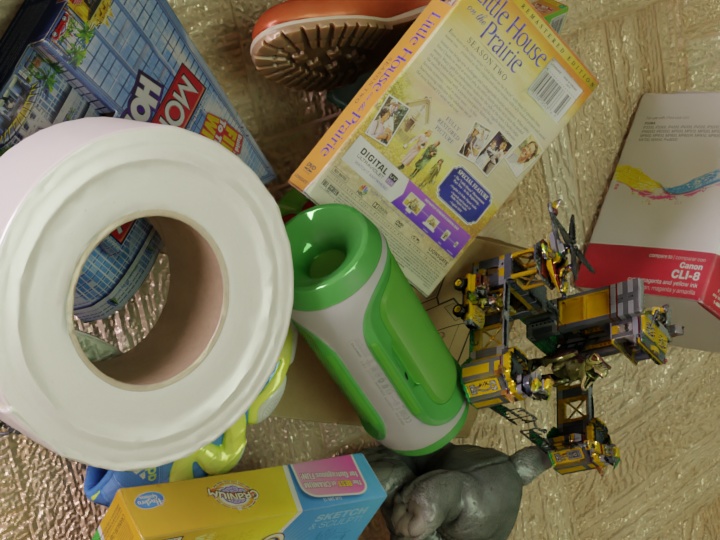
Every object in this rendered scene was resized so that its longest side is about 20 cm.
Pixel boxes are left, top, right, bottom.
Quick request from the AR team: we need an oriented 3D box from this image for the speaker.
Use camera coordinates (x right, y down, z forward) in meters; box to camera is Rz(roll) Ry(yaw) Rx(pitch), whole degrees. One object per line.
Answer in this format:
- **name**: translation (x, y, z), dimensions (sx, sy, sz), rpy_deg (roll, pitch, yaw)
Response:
- **speaker**: translation (0.009, 0.045, 0.993), dimensions (0.089, 0.088, 0.200), rpy_deg (-54, 139, -22)

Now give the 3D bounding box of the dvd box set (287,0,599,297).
- **dvd box set**: translation (0.061, -0.097, 1.002), dimensions (0.200, 0.029, 0.146), rpy_deg (-52, 130, 1)

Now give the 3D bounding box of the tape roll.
- **tape roll**: translation (-0.140, 0.013, 0.851), dimensions (0.202, 0.071, 0.203), rpy_deg (-9, 105, -36)

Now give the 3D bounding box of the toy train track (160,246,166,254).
- **toy train track**: translation (-0.203, -0.039, 0.936), dimensions (0.200, 0.032, 0.115), rpy_deg (14, 75, -46)

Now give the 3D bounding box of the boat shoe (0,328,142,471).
- **boat shoe**: translation (-0.208, 0.067, 0.905), dimensions (0.200, 0.062, 0.075), rpy_deg (29, 69, -26)

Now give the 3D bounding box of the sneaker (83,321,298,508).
- **sneaker**: translation (-0.120, 0.086, 0.979), dimensions (0.105, 0.076, 0.201), rpy_deg (25, 89, -34)

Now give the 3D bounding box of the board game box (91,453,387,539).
- **board game box**: translation (-0.097, 0.198, 0.989), dimensions (0.199, 0.040, 0.153), rpy_deg (-3, 136, -40)

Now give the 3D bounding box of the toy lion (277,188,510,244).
- **toy lion**: translation (0.000, 0.000, 1.097), dimensions (0.200, 0.069, 0.192), rpy_deg (37, 78, -37)

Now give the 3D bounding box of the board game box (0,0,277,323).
- **board game box**: translation (-0.150, -0.077, 0.929), dimensions (0.200, 0.062, 0.201), rpy_deg (45, 54, -35)

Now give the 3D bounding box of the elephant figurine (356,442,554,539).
- **elephant figurine**: translation (0.053, 0.238, 1.126), dimensions (0.141, 0.155, 0.201), rpy_deg (-16, 109, -57)

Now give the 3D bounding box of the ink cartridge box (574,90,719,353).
- **ink cartridge box**: translation (0.315, -0.042, 1.298), dimensions (0.145, 0.144, 0.201), rpy_deg (30, 75, -38)

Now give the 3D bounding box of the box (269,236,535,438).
- **box**: translation (0.032, 0.043, 1.090), dimensions (0.199, 0.021, 0.164), rpy_deg (12, 104, -39)

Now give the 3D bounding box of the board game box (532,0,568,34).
- **board game box**: translation (0.104, -0.148, 1.113), dimensions (0.200, 0.030, 0.096), rpy_deg (-37, 148, -59)

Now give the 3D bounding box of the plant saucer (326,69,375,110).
- **plant saucer**: translation (0.048, -0.122, 1.135), dimensions (0.200, 0.019, 0.070), rpy_deg (26, 60, -40)

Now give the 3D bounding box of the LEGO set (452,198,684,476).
- **LEGO set**: translation (0.166, 0.059, 1.070), dimensions (0.200, 0.116, 0.154), rpy_deg (46, 41, -38)

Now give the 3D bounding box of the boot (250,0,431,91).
- **boot**: translation (-0.011, -0.195, 1.047), dimensions (0.200, 0.075, 0.107), rpy_deg (-17, 71, -39)
